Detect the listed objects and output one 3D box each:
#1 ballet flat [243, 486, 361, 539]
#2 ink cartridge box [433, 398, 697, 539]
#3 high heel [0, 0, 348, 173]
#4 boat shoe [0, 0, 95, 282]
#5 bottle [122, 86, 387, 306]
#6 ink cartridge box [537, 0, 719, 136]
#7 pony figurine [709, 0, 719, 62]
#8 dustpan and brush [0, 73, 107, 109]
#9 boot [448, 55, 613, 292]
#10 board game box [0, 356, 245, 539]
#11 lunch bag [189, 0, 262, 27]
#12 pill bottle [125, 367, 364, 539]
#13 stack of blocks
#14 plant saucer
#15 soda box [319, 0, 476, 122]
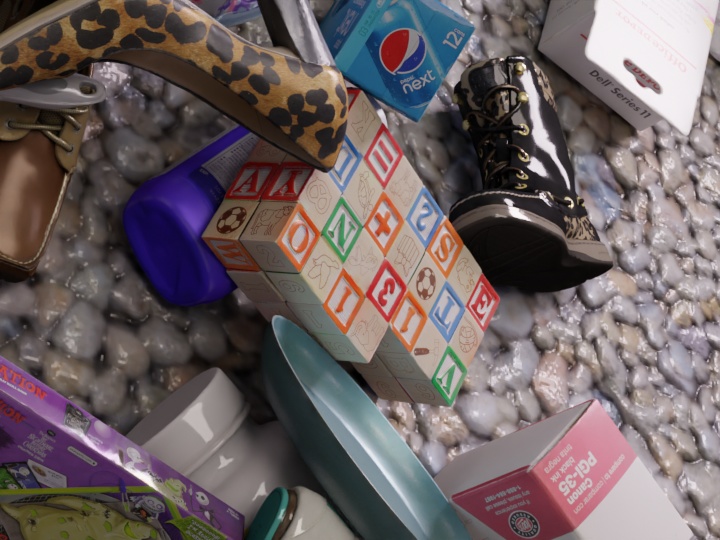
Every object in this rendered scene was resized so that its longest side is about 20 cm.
[{"bbox_3d":[-0.063,0.207,1.019,0.069,0.069,0.200,29,97,-25],"label":"ballet flat"},{"bbox_3d":[0.136,0.196,1.200,0.200,0.146,0.083,54,48,-5],"label":"ink cartridge box"},{"bbox_3d":[-0.104,-0.091,1.056,0.199,0.071,0.143,-24,104,-16],"label":"high heel"},{"bbox_3d":[-0.190,-0.094,1.117,0.075,0.074,0.201,20,58,-34],"label":"boat shoe"},{"bbox_3d":[-0.058,-0.054,1.213,0.200,0.065,0.084,-39,106,-43],"label":"bottle"},{"bbox_3d":[0.206,-0.191,1.491,0.117,0.067,0.201,35,51,-22],"label":"ink cartridge box"},{"bbox_3d":[0.389,-0.210,1.611,0.193,0.166,0.200,44,33,-25],"label":"pony figurine"},{"bbox_3d":[-0.240,-0.098,1.057,0.199,0.057,0.140,5,68,-23],"label":"dustpan and brush"},{"bbox_3d":[0.099,-0.070,1.321,0.200,0.073,0.151,13,58,-58],"label":"boot"},{"bbox_3d":[-0.173,0.117,1.005,0.200,0.120,0.032,37,32,-21],"label":"board game box"},{"bbox_3d":[-0.128,-0.233,1.129,0.199,0.127,0.170,13,32,-33],"label":"lunch bag"},{"bbox_3d":[-0.046,0.155,1.095,0.200,0.111,0.111,51,48,-9],"label":"pill bottle"},{"bbox_3d":[0.000,0.000,1.186,0.200,0.058,0.115,53,54,-40],"label":"stack of blocks"},{"bbox_3d":[0.005,0.111,1.085,0.200,0.027,0.200,52,5,-6],"label":"plant saucer"},{"bbox_3d":[0.015,-0.145,1.226,0.064,0.200,0.068,31,96,-10],"label":"soda box"}]
